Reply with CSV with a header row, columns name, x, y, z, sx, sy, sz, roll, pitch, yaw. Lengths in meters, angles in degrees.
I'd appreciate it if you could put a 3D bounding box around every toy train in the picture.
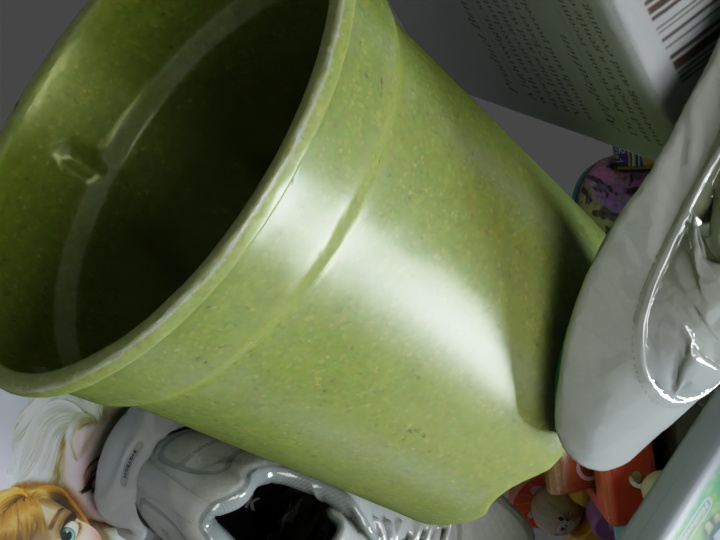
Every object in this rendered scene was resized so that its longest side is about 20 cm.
name,x,y,z,sx,sy,sz,roll,pitch,yaw
toy train,0.097,0.130,1.136,0.055,0.150,0.201,-10,108,-5

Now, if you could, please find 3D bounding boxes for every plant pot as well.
name,x,y,z,sx,sy,sz,roll,pitch,yaw
plant pot,-0.011,-0.006,0.965,0.184,0.200,0.201,33,86,-31

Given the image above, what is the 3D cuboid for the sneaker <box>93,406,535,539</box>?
name,x,y,z,sx,sy,sz,roll,pitch,yaw
sneaker,-0.005,0.105,1.058,0.199,0.081,0.075,15,94,-34

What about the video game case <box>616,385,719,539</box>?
name,x,y,z,sx,sy,sz,roll,pitch,yaw
video game case,0.183,0.102,1.101,0.200,0.022,0.182,-54,135,-19

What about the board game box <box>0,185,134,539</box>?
name,x,y,z,sx,sy,sz,roll,pitch,yaw
board game box,-0.106,0.097,1.068,0.199,0.041,0.200,36,84,-31

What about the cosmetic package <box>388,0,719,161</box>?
name,x,y,z,sx,sy,sz,roll,pitch,yaw
cosmetic package,0.100,-0.163,1.022,0.165,0.200,0.165,-38,119,-14

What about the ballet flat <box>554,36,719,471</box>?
name,x,y,z,sx,sy,sz,roll,pitch,yaw
ballet flat,0.129,-0.018,0.921,0.069,0.069,0.201,26,91,-32

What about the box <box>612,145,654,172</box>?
name,x,y,z,sx,sy,sz,roll,pitch,yaw
box,0.203,-0.088,1.170,0.199,0.064,0.070,-10,96,-29

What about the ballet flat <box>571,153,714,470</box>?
name,x,y,z,sx,sy,sz,roll,pitch,yaw
ballet flat,0.141,0.047,1.176,0.069,0.071,0.201,-19,111,-23
